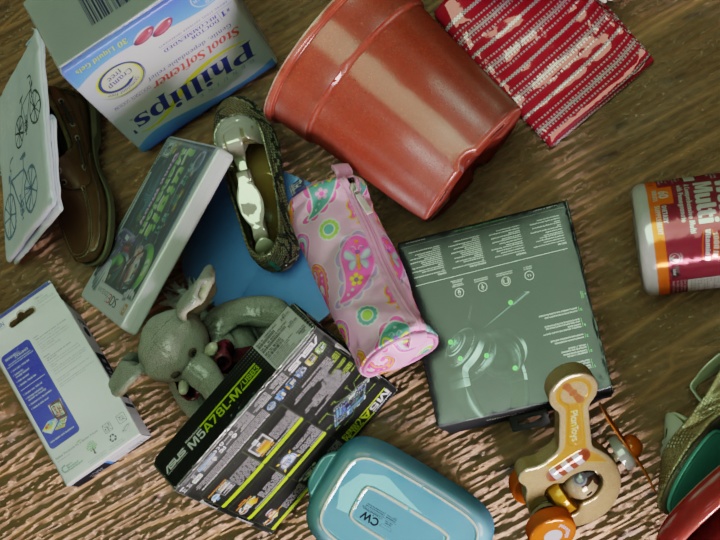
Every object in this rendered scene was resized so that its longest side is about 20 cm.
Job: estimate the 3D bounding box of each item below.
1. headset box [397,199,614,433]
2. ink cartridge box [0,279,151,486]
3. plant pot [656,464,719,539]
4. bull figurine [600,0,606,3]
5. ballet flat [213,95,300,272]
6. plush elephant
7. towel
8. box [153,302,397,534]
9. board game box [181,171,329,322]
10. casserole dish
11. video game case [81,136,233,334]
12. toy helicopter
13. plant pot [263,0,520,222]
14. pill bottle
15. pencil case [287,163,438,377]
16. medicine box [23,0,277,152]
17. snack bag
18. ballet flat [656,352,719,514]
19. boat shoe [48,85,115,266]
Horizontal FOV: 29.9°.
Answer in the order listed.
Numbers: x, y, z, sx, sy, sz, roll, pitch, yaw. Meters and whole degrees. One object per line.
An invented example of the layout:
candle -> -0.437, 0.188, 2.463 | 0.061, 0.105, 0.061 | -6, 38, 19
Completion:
headset box -> 0.145, 0.055, 1.320 | 0.173, 0.093, 0.201 | -15, 77, 8
ink cartridge box -> -0.314, 0.119, 1.433 | 0.099, 0.039, 0.201 | -34, 76, 4
plant pot -> 0.372, 0.256, 1.186 | 0.200, 0.200, 0.183 | -42, 67, 2
bull figurine -> 0.224, -0.364, 1.351 | 0.121, 0.065, 0.201 | 20, 77, 11
ballet flat -> -0.111, -0.096, 1.370 | 0.067, 0.075, 0.201 | -20, 75, 12
plush elephant -> -0.151, 0.085, 1.321 | 0.200, 0.155, 0.165 | 41, 109, 13
towel -> 0.188, -0.246, 1.405 | 0.144, 0.022, 0.200 | -40, 75, 3
box -> -0.076, 0.148, 1.298 | 0.200, 0.193, 0.047 | -49, 59, 0
board game box -> -0.091, -0.021, 1.415 | 0.199, 0.039, 0.159 | 24, 90, 21
casserole dish -> 0.038, 0.247, 1.316 | 0.199, 0.039, 0.122 | 31, 89, 4
video game case -> -0.213, -0.042, 1.384 | 0.023, 0.182, 0.201 | 30, 86, -25
toy helicopter -> 0.206, 0.164, 1.251 | 0.131, 0.201, 0.079 | -12, 38, -4
plant pot -> 0.042, -0.165, 1.343 | 0.195, 0.201, 0.201 | 41, 90, 7
pill bottle -> 0.363, -0.041, 1.285 | 0.198, 0.110, 0.110 | -8, 78, 10
pencil case -> 0.000, 0.000, 1.286 | 0.087, 0.087, 0.201 | -26, 67, 6
medicine box -> -0.210, -0.245, 1.392 | 0.182, 0.200, 0.103 | -33, 65, 4
snack bag -> -0.352, -0.128, 1.427 | 0.021, 0.188, 0.202 | 0, 72, -28
ballet flat -> 0.333, 0.140, 1.290 | 0.200, 0.070, 0.065 | -52, 47, -4
boat shoe -> -0.316, -0.101, 1.449 | 0.072, 0.068, 0.201 | -25, 69, 31
